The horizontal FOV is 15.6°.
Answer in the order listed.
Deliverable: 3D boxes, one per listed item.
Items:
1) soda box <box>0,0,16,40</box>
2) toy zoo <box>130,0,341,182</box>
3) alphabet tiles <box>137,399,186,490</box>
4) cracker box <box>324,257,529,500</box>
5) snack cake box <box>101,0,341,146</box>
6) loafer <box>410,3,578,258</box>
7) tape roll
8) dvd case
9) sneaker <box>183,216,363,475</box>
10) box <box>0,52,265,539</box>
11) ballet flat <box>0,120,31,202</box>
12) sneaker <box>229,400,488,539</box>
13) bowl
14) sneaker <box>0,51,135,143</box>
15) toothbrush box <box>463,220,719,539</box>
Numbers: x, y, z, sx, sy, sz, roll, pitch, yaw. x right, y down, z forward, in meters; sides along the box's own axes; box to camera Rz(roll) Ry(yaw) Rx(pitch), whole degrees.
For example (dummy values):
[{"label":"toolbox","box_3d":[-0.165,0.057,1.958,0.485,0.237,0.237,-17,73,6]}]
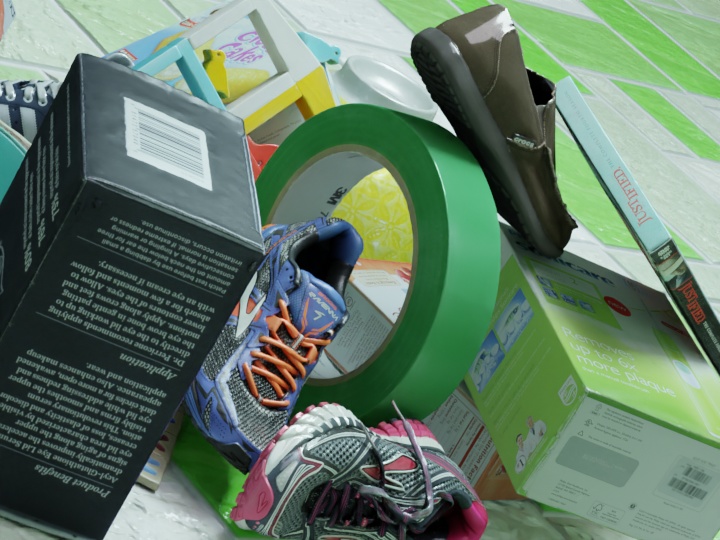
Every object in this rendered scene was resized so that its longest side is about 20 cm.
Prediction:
[{"label":"soda box","box_3d":[-0.273,-0.152,1.655,0.068,0.064,0.200,-13,22,9]},{"label":"toy zoo","box_3d":[-0.090,-0.090,1.692,0.132,0.199,0.020,61,-22,-15]},{"label":"alphabet tiles","box_3d":[-0.176,0.048,1.547,0.166,0.008,0.200,28,20,-6]},{"label":"cracker box","box_3d":[0.065,0.071,1.756,0.133,0.058,0.200,5,32,-50]},{"label":"snack cake box","box_3d":[-0.097,-0.117,1.823,0.200,0.114,0.068,38,-27,61]},{"label":"loafer","box_3d":[0.100,-0.085,1.624,0.073,0.071,0.200,47,-10,43]},{"label":"tape roll","box_3d":[0.000,0.000,1.622,0.048,0.201,0.201,13,26,-42]},{"label":"dvd case","box_3d":[0.187,-0.022,1.693,0.146,0.022,0.200,62,7,35]},{"label":"sneaker","box_3d":[-0.050,0.034,1.531,0.075,0.078,0.201,44,38,-27]},{"label":"box","box_3d":[-0.143,0.015,1.377,0.104,0.201,0.148,22,26,-19]},{"label":"ballet flat","box_3d":[-0.202,-0.034,1.635,0.199,0.068,0.062,36,-10,9]},{"label":"sneaker","box_3d":[0.003,0.126,1.506,0.075,0.081,0.199,44,23,29]},{"label":"bowl","box_3d":[-0.001,-0.098,1.995,0.199,0.108,0.200,26,20,-10]},{"label":"sneaker","box_3d":[-0.217,-0.108,1.712,0.199,0.109,0.070,27,20,-7]},{"label":"toothbrush box","box_3d":[0.148,0.074,1.662,0.145,0.086,0.200,23,22,-26]}]
